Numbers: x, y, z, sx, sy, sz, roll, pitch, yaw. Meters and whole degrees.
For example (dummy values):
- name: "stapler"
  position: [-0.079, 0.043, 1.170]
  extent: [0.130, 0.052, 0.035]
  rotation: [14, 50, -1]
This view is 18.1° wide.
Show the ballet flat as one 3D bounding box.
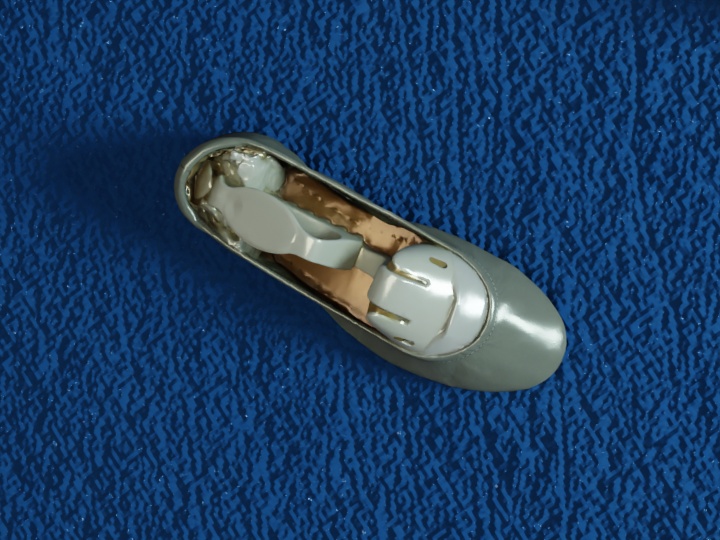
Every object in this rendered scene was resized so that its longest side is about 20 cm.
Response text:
- name: "ballet flat"
  position: [0.000, 0.000, 1.037]
  extent: [0.199, 0.064, 0.068]
  rotation: [29, 100, 11]
